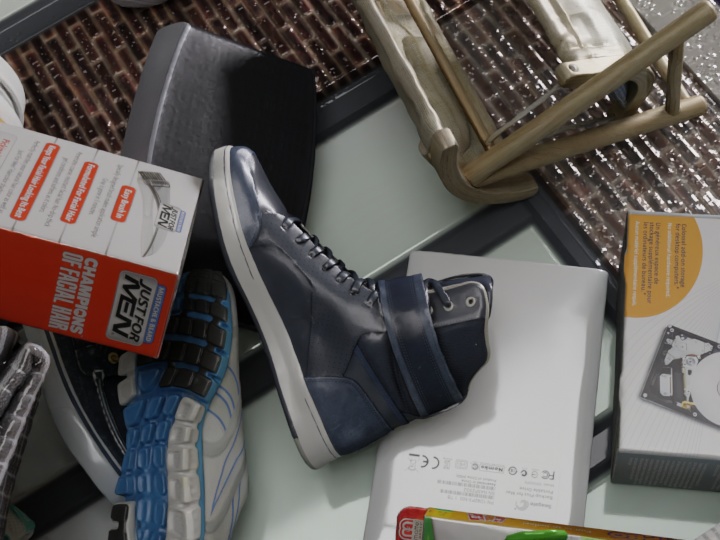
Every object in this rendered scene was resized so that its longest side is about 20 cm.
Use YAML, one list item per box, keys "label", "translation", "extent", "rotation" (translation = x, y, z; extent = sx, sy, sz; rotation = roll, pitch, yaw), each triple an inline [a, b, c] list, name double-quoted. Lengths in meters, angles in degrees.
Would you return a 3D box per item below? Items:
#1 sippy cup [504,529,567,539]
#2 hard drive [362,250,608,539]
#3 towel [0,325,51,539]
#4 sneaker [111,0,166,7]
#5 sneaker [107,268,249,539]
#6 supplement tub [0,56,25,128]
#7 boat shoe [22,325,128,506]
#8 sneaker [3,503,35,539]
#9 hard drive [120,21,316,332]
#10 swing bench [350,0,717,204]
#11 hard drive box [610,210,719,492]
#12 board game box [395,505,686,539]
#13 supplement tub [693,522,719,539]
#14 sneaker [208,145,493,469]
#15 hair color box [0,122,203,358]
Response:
- label: "sippy cup"
  translation: [0.099, 0.225, 0.607]
  extent: [0.139, 0.131, 0.178]
  rotation: [-35, 58, -17]
- label: "hard drive"
  translation: [0.081, 0.089, 0.780]
  extent: [0.131, 0.026, 0.201]
  rotation: [6, 66, 10]
- label: "towel"
  translation: [-0.230, 0.124, 0.669]
  extent: [0.085, 0.166, 0.201]
  rotation: [17, 75, -4]
- label: "sneaker"
  translation: [-0.115, -0.278, 0.926]
  extent: [0.199, 0.115, 0.075]
  rotation: [-24, 65, -4]
- label: "sneaker"
  translation: [-0.101, 0.101, 0.763]
  extent: [0.074, 0.087, 0.202]
  rotation: [1, 78, 30]
- label: "supplement tub"
  translation: [-0.303, -0.050, 0.823]
  extent: [0.143, 0.145, 0.201]
  rotation: [-3, 54, 7]
- label: "boat shoe"
  translation: [-0.161, 0.051, 0.805]
  extent: [0.090, 0.071, 0.201]
  rotation: [-29, 63, -2]
- label: "sneaker"
  translation: [-0.251, 0.153, 0.778]
  extent: [0.088, 0.075, 0.201]
  rotation: [-11, 74, -3]
- label: "hard drive"
  translation: [-0.093, -0.067, 0.833]
  extent: [0.134, 0.042, 0.201]
  rotation: [17, 63, -21]
- label: "swing bench"
  translation: [0.103, -0.169, 0.843]
  extent: [0.199, 0.130, 0.200]
  rotation: [-26, 65, 2]
- label: "hard drive box"
  translation: [0.255, 0.053, 0.745]
  extent: [0.198, 0.077, 0.157]
  rotation: [3, 67, 9]
- label: "board game box"
  translation: [0.114, 0.195, 0.709]
  extent: [0.198, 0.030, 0.096]
  rotation: [5, 91, 13]
- label: "supplement tub"
  translation: [0.249, 0.158, 0.610]
  extent: [0.199, 0.132, 0.132]
  rotation: [-34, 65, 6]
- label: "sneaker"
  translation: [0.000, 0.000, 0.750]
  extent: [0.145, 0.077, 0.204]
  rotation: [-22, 92, 9]
- label: "hair color box"
  translation: [-0.196, -0.028, 0.695]
  extent: [0.198, 0.064, 0.111]
  rotation: [15, 31, -8]
